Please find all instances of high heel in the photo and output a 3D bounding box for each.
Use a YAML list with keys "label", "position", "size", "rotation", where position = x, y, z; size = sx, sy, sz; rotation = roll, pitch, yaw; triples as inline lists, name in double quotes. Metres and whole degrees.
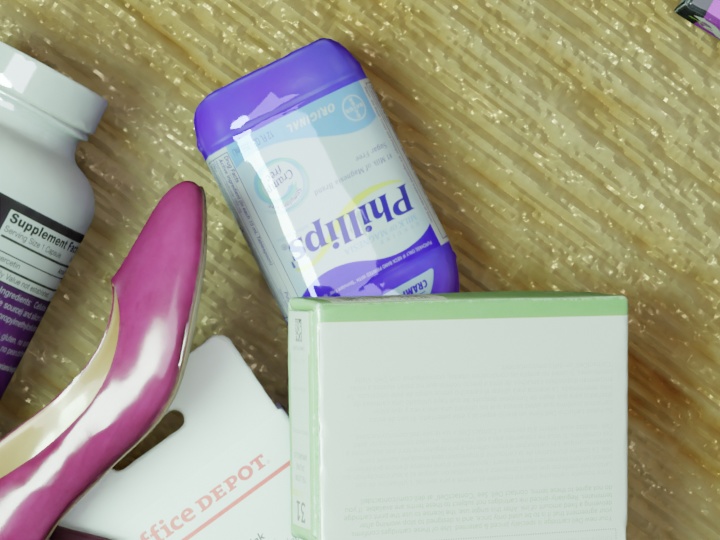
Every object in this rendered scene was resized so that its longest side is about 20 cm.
- label: "high heel"
  position: [-0.128, 0.050, 0.859]
  size: [0.095, 0.067, 0.202]
  rotation: [17, 90, -11]

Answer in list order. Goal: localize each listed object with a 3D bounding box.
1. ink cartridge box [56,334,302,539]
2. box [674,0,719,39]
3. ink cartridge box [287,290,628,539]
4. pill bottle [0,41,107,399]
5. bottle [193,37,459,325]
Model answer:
- label: "ink cartridge box"
  position: [-0.048, 0.139, 0.929]
  size: [0.115, 0.068, 0.201]
  rotation: [-35, 91, -3]
- label: "box"
  position: [0.266, -0.132, 0.962]
  size: [0.199, 0.036, 0.144]
  rotation: [31, 89, -1]
- label: "ink cartridge box"
  position: [0.044, 0.111, 0.883]
  size: [0.144, 0.048, 0.202]
  rotation: [-1, 92, -20]
- label: "pill bottle"
  position: [-0.189, -0.002, 0.903]
  size: [0.112, 0.112, 0.201]
  rotation: [27, 88, -2]
- label: "bottle"
  position: [0.000, 0.000, 0.934]
  size: [0.083, 0.065, 0.201]
  rotation: [-26, 91, -8]
